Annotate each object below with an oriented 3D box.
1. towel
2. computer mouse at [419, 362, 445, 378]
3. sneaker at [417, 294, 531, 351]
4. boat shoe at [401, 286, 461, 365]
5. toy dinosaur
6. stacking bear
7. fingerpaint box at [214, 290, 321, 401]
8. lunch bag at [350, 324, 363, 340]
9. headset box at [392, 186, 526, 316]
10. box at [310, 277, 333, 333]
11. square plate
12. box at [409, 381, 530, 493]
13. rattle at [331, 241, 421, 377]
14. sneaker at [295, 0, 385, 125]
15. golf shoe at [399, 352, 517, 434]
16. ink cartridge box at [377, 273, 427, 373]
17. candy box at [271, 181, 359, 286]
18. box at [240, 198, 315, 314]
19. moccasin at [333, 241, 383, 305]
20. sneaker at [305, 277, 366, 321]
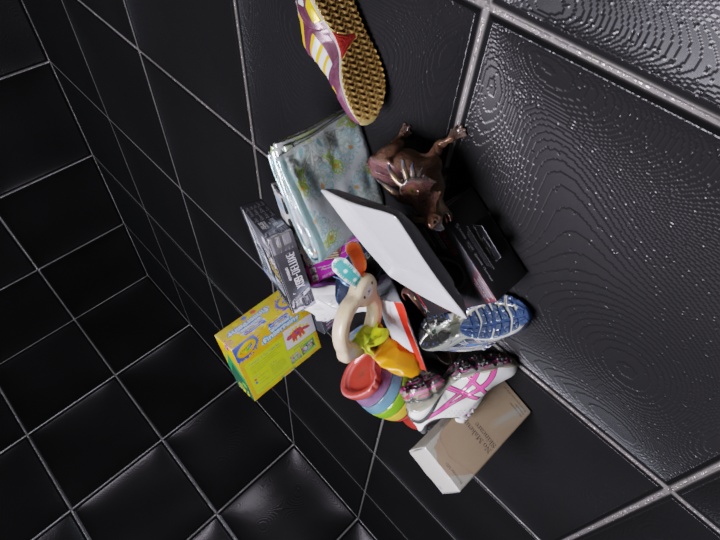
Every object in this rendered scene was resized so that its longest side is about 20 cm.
[{"bbox_3d":[-0.045,-0.137,0.809,0.048,0.171,0.201,17,135,46],"label":"towel"},{"bbox_3d":[0.155,0.243,1.073,0.138,0.053,0.200,43,161,24],"label":"computer mouse"},{"bbox_3d":[0.190,0.089,0.818,0.085,0.078,0.199,22,151,-37],"label":"sneaker"},{"bbox_3d":[0.125,0.099,0.926,0.070,0.070,0.201,6,128,50],"label":"boat shoe"},{"bbox_3d":[0.057,-0.135,0.689,0.199,0.135,0.086,24,141,45],"label":"toy dinosaur"},{"bbox_3d":[0.070,0.246,1.003,0.200,0.122,0.114,37,130,-22],"label":"stacking bear"},{"bbox_3d":[-0.198,0.156,1.123,0.073,0.200,0.168,27,143,39],"label":"fingerpaint box"},{"bbox_3d":[0.038,0.212,1.148,0.161,0.075,0.200,63,166,-17],"label":"lunch bag"},{"bbox_3d":[0.136,-0.022,0.760,0.149,0.077,0.200,56,154,-5],"label":"headset box"},{"bbox_3d":[-0.107,0.022,1.163,0.122,0.106,0.201,22,139,43],"label":"box"},{"bbox_3d":[0.049,-0.033,0.707,0.198,0.028,0.200,49,170,-33],"label":"square plate"},{"bbox_3d":[0.191,0.282,0.887,0.095,0.200,0.078,48,153,9],"label":"box"},{"bbox_3d":[0.027,0.068,0.837,0.143,0.130,0.201,28,118,46],"label":"rattle"},{"bbox_3d":[-0.030,-0.302,0.715,0.090,0.075,0.201,16,129,62],"label":"sneaker"},{"bbox_3d":[0.169,0.200,0.845,0.073,0.199,0.093,-132,22,-86],"label":"golf shoe"},{"bbox_3d":[0.075,0.117,0.948,0.200,0.047,0.161,-105,-6,-65],"label":"ink cartridge box"},{"bbox_3d":[-0.066,-0.086,0.930,0.061,0.136,0.201,48,159,50],"label":"candy box"},{"bbox_3d":[-0.160,-0.033,0.971,0.200,0.050,0.159,43,153,54],"label":"box"},{"bbox_3d":[0.000,0.000,0.920,0.080,0.068,0.201,15,126,-12],"label":"moccasin"},{"bbox_3d":[-0.045,0.063,1.067,0.198,0.075,0.100,12,121,-2],"label":"sneaker"}]
